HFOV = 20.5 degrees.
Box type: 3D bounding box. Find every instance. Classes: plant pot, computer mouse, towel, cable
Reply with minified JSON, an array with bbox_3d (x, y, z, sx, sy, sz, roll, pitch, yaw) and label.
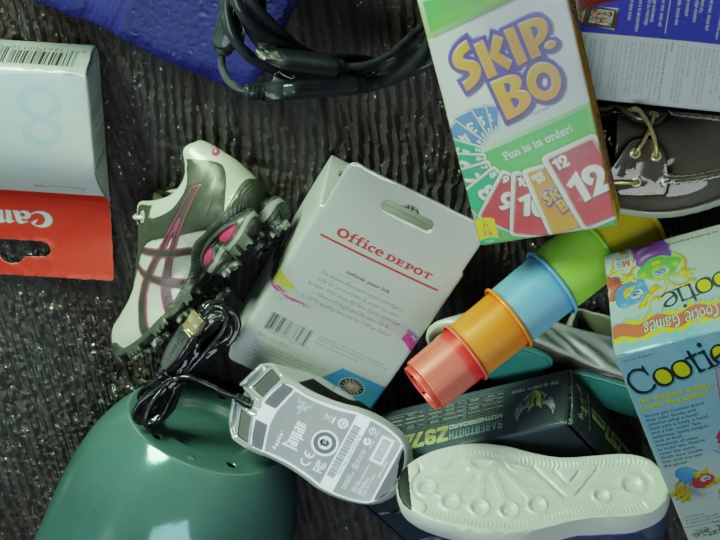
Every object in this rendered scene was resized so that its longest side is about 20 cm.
[{"bbox_3d":[-0.138,0.182,1.504,0.200,0.201,0.162,18,114,-6],"label":"plant pot"},{"bbox_3d":[-0.056,0.104,1.431,0.199,0.044,0.110,28,103,-6],"label":"computer mouse"},{"bbox_3d":[-0.134,-0.214,1.308,0.199,0.050,0.148,24,132,-11],"label":"towel"},{"bbox_3d":[-0.003,-0.190,1.269,0.199,0.051,0.164,-8,111,-29],"label":"cable"}]

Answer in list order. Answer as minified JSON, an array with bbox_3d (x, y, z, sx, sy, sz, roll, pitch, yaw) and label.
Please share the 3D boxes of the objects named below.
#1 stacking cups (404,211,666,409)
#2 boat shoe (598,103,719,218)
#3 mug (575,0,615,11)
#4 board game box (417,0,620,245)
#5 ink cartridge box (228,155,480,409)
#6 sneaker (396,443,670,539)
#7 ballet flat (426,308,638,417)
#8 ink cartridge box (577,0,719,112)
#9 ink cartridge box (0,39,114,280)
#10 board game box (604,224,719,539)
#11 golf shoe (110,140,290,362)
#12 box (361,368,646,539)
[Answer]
[{"bbox_3d":[0.115,0.016,1.372,0.200,0.060,0.061,-36,119,-8],"label":"stacking cups"},{"bbox_3d":[0.174,-0.079,1.340,0.199,0.072,0.060,-1,152,13],"label":"boat shoe"},{"bbox_3d":[0.219,-0.251,1.186,0.199,0.134,0.178,-5,126,7],"label":"mug"},{"bbox_3d":[0.102,-0.114,1.283,0.095,0.030,0.201,-8,115,16],"label":"board game box"},{"bbox_3d":[0.000,0.000,1.426,0.115,0.068,0.200,25,125,-11],"label":"ink cartridge box"},{"bbox_3d":[0.122,0.196,1.438,0.199,0.081,0.147,-1,141,-4],"label":"sneaker"},{"bbox_3d":[0.141,0.054,1.448,0.199,0.070,0.070,16,126,-14],"label":"ballet flat"},{"bbox_3d":[0.184,-0.158,1.312,0.199,0.037,0.095,7,125,5],"label":"ink cartridge box"},{"bbox_3d":[-0.262,-0.069,1.422,0.159,0.047,0.201,3,124,4],"label":"ink cartridge box"},{"bbox_3d":[0.245,0.080,1.356,0.104,0.103,0.200,-15,129,14],"label":"board game box"},{"bbox_3d":[-0.131,-0.011,1.446,0.088,0.077,0.200,49,126,7],"label":"golf shoe"},{"bbox_3d":[0.100,0.150,1.491,0.199,0.051,0.158,-15,141,25],"label":"box"}]
